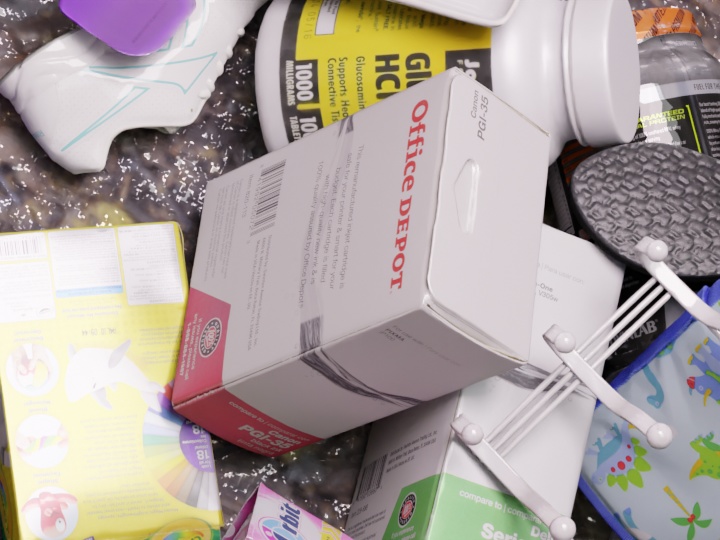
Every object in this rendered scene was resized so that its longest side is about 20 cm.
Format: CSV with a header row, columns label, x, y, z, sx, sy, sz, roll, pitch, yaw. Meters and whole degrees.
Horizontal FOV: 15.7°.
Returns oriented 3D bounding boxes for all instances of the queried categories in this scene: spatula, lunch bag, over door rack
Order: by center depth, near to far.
label,x,y,z,sx,sy,sz,roll,pitch,yaw
over door rack,0.165,0.103,1.322,0.148,0.067,0.200,-43,93,-4
lunch bag,0.230,0.101,1.436,0.199,0.170,0.128,32,38,-14
spatula,-0.187,-0.172,1.447,0.199,0.021,0.057,24,59,20

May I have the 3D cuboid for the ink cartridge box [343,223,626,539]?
label,x,y,z,sx,sy,sz,roll,pitch,yaw
ink cartridge box,0.065,0.085,1.429,0.084,0.146,0.201,20,70,-14

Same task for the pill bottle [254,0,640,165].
label,x,y,z,sx,sy,sz,roll,pitch,yaw
pill bottle,0.050,-0.107,1.449,0.199,0.112,0.113,-3,72,19

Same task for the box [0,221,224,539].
label,x,y,z,sx,sy,sz,roll,pitch,yaw
box,-0.143,0.078,1.417,0.116,0.048,0.201,-4,74,-20

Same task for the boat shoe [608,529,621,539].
label,x,y,z,sx,sy,sz,roll,pitch,yaw
boat shoe,0.179,0.219,1.476,0.068,0.057,0.201,7,70,-17

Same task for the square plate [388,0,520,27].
label,x,y,z,sx,sy,sz,roll,pitch,yaw
square plate,0.035,-0.223,1.447,0.199,0.029,0.199,16,62,26

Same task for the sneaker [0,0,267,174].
label,x,y,z,sx,sy,sz,roll,pitch,yaw
sneaker,-0.106,-0.125,1.480,0.200,0.070,0.081,-33,95,-17

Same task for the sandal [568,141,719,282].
label,x,y,z,sx,sy,sz,roll,pitch,yaw
sandal,0.207,-0.021,1.426,0.199,0.048,0.076,7,67,-10

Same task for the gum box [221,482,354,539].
label,x,y,z,sx,sy,sz,roll,pitch,yaw
gum box,-0.056,0.226,1.340,0.113,0.066,0.201,30,108,-7

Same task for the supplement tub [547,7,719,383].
label,x,y,z,sx,sy,sz,roll,pitch,yaw
supplement tub,0.173,-0.043,1.515,0.122,0.123,0.201,-9,78,-20

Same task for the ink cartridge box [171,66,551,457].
label,x,y,z,sx,sy,sz,roll,pitch,yaw
ink cartridge box,0.000,0.000,1.384,0.083,0.199,0.147,30,54,-34
